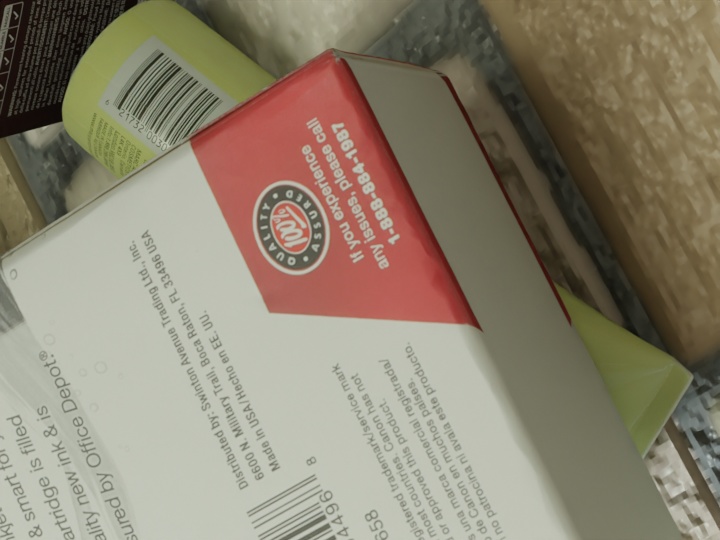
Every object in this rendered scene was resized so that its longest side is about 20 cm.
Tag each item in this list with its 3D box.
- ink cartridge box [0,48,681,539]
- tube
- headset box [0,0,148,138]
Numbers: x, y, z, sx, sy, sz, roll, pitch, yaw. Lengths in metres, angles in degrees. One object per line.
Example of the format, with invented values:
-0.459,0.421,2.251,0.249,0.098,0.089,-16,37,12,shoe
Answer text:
-0.041,0.057,0.679,0.199,0.084,0.145,-30,79,19,ink cartridge box
0.000,0.000,0.732,0.200,0.052,0.058,39,160,23,tube
-0.174,-0.095,0.757,0.148,0.199,0.075,36,127,29,headset box
